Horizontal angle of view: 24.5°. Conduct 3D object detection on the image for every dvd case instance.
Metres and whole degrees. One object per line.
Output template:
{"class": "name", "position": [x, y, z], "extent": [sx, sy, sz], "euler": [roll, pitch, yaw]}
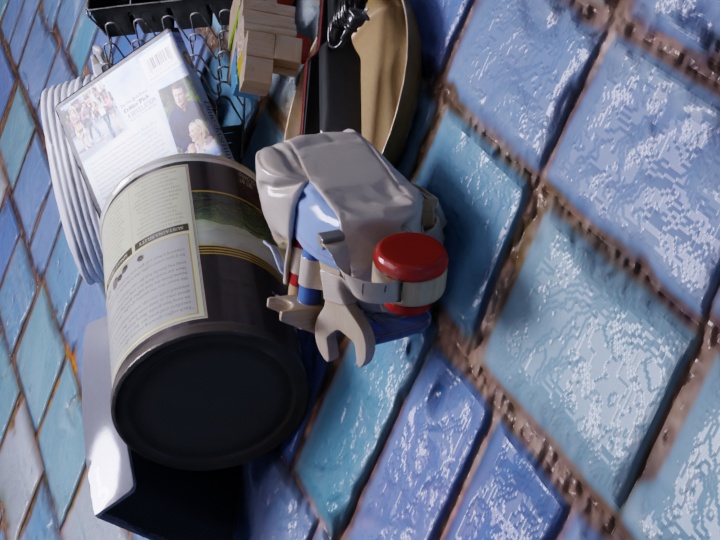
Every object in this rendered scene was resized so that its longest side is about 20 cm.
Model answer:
{"class": "dvd case", "position": [-0.174, -0.086, 1.420], "extent": [0.142, 0.018, 0.201], "euler": [-29, 79, 27]}

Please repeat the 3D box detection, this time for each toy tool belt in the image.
{"class": "toy tool belt", "position": [0.000, 0.000, 1.089], "extent": [0.200, 0.124, 0.124], "euler": [-129, 34, -50]}

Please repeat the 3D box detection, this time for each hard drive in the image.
{"class": "hard drive", "position": [-0.155, 0.127, 1.303], "extent": [0.042, 0.134, 0.201], "euler": [-42, 37, 26]}

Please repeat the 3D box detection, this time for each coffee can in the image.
{"class": "coffee can", "position": [-0.124, 0.029, 1.269], "extent": [0.147, 0.145, 0.201], "euler": [-57, 31, 34]}

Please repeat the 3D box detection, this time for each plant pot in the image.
{"class": "plant pot", "position": [-0.004, -0.121, 1.246], "extent": [0.200, 0.027, 0.202], "euler": [-43, 40, 50]}

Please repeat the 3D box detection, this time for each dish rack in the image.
{"class": "dish rack", "position": [-0.172, -0.170, 1.490], "extent": [0.055, 0.152, 0.202], "euler": [70, -164, -59]}

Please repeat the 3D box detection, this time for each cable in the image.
{"class": "cable", "position": [-0.252, -0.085, 1.589], "extent": [0.201, 0.069, 0.202], "euler": [81, 179, -58]}

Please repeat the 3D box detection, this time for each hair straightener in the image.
{"class": "hair straightener", "position": [-0.005, -0.177, 1.216], "extent": [0.077, 0.041, 0.202], "euler": [-31, 45, 55]}

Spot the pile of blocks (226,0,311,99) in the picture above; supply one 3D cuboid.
{"class": "pile of blocks", "position": [-0.075, -0.185, 1.394], "extent": [0.201, 0.062, 0.083], "euler": [-100, 21, -59]}

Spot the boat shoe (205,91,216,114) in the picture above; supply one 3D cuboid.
{"class": "boat shoe", "position": [-0.165, -0.141, 1.554], "extent": [0.073, 0.074, 0.201], "euler": [-38, 49, 35]}
